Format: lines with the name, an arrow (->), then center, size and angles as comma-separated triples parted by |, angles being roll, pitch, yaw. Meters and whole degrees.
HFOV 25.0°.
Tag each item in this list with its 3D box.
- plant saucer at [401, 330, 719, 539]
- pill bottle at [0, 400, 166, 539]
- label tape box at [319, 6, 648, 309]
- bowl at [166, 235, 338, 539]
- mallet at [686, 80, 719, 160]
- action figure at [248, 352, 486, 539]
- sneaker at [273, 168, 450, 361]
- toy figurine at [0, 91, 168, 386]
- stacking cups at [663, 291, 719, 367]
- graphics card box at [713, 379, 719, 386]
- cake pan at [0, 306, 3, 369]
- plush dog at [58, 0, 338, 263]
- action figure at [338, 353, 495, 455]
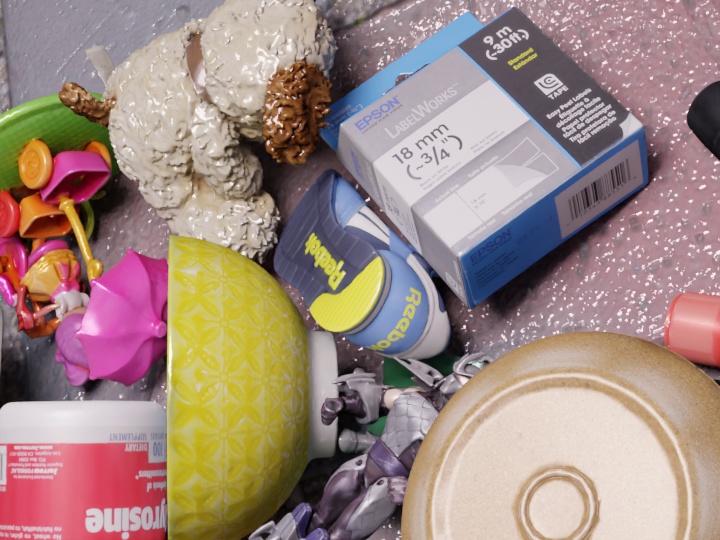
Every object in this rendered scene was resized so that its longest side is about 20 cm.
plant saucer -> 0.105, 0.124, 0.821 | 0.198, 0.035, 0.202 | -9, 69, 24
pill bottle -> -0.182, 0.187, 1.061 | 0.111, 0.112, 0.202 | -4, 84, 30
label tape box -> 0.066, -0.094, 1.039 | 0.144, 0.063, 0.200 | -35, 56, -9
bowl -> -0.070, 0.079, 1.030 | 0.106, 0.200, 0.202 | 0, 67, -6
mallet -> 0.279, -0.141, 0.974 | 0.200, 0.041, 0.066 | -49, 52, 0
action figure -> 0.007, 0.123, 0.939 | 0.200, 0.069, 0.130 | -48, 29, 1
sneaker -> 0.000, 0.000, 1.054 | 0.074, 0.082, 0.200 | -56, 26, 15
toy figurine -> -0.208, 0.007, 1.165 | 0.200, 0.149, 0.185 | -47, 62, 34
stacking cups -> 0.265, 0.049, 0.896 | 0.199, 0.060, 0.061 | 6, 74, 37
graphics card box -> 0.199, 0.173, 0.844 | 0.201, 0.125, 0.051 | -62, 11, -5
cake pan -> -0.280, 0.110, 1.140 | 0.200, 0.036, 0.202 | -173, 90, -75
plush dog -> -0.091, -0.127, 1.091 | 0.171, 0.160, 0.201 | -32, 46, 26
action figure -> 0.085, 0.095, 0.987 | 0.198, 0.055, 0.119 | 1, 69, 27
